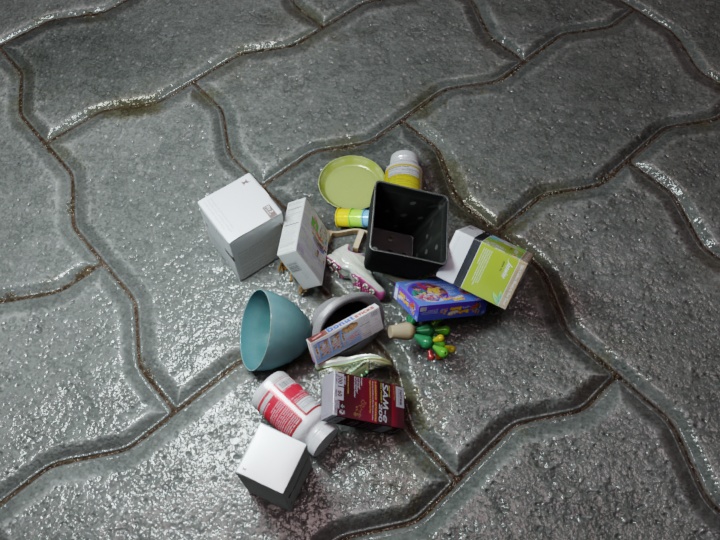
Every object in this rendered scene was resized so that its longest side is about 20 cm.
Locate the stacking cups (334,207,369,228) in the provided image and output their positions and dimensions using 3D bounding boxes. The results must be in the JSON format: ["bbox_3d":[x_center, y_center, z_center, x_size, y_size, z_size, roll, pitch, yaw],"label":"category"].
[{"bbox_3d":[0.031,-0.145,1.857,0.199,0.061,0.061,3,59,19],"label":"stacking cups"}]

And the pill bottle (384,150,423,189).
[{"bbox_3d":[0.123,-0.242,1.910,0.112,0.113,0.201,4,60,2],"label":"pill bottle"}]

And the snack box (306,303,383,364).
[{"bbox_3d":[-0.036,0.156,1.640,0.200,0.072,0.024,-27,37,-21],"label":"snack box"}]

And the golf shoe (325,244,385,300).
[{"bbox_3d":[0.000,0.000,1.796,0.200,0.075,0.092,38,63,18],"label":"golf shoe"}]

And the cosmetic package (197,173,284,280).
[{"bbox_3d":[-0.311,-0.115,1.786,0.165,0.200,0.165,-33,65,-18],"label":"cosmetic package"}]

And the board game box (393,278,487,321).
[{"bbox_3d":[0.204,0.071,1.703,0.199,0.045,0.134,-4,27,-24],"label":"board game box"}]

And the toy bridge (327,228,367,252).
[{"bbox_3d":[-0.005,-0.084,1.868,0.199,0.027,0.067,16,61,9],"label":"toy bridge"}]

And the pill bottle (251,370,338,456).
[{"bbox_3d":[-0.153,0.342,1.577,0.200,0.112,0.112,39,67,19],"label":"pill bottle"}]

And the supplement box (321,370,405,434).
[{"bbox_3d":[0.008,0.315,1.570,0.199,0.061,0.109,17,56,-28],"label":"supplement box"}]

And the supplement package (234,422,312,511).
[{"bbox_3d":[-0.187,0.439,1.470,0.117,0.200,0.117,22,63,12],"label":"supplement package"}]

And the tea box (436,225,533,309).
[{"bbox_3d":[0.325,-0.014,1.713,0.196,0.200,0.134,27,106,13],"label":"tea box"}]

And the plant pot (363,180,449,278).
[{"bbox_3d":[0.103,-0.085,1.711,0.199,0.177,0.200,11,63,-11],"label":"plant pot"}]

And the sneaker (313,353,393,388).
[{"bbox_3d":[-0.016,0.259,1.658,0.199,0.077,0.089,-5,73,3],"label":"sneaker"}]

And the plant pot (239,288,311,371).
[{"bbox_3d":[-0.203,0.153,1.658,0.134,0.200,0.201,9,56,-30],"label":"plant pot"}]

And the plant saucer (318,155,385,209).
[{"bbox_3d":[-0.024,-0.253,1.963,0.199,0.031,0.201,0,60,0],"label":"plant saucer"}]

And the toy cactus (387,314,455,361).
[{"bbox_3d":[0.147,0.157,1.684,0.164,0.102,0.200,1,44,-21],"label":"toy cactus"}]

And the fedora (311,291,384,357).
[{"bbox_3d":[-0.047,0.127,1.694,0.200,0.177,0.090,-32,36,-16],"label":"fedora"}]

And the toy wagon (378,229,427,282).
[{"bbox_3d":[0.131,-0.052,1.828,0.155,0.040,0.200,29,60,-3],"label":"toy wagon"}]

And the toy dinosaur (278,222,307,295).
[{"bbox_3d":[-0.183,-0.035,1.790,0.060,0.106,0.201,-26,99,-33],"label":"toy dinosaur"}]

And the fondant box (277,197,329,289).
[{"bbox_3d":[-0.147,-0.072,1.756,0.058,0.144,0.200,-14,44,22],"label":"fondant box"}]
